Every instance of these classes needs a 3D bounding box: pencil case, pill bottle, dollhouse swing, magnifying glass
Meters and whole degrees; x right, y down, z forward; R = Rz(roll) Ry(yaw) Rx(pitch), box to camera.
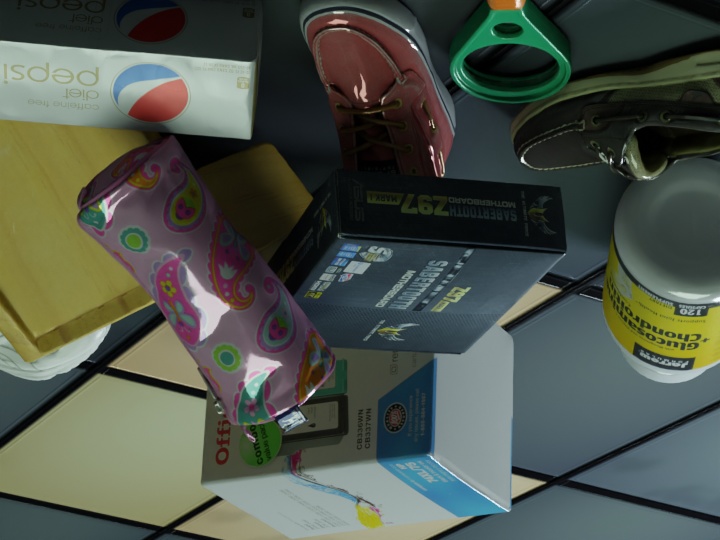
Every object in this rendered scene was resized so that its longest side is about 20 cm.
[{"bbox_3d":[-0.099,0.011,1.428,0.087,0.088,0.201,-22,110,43],"label":"pencil case"},{"bbox_3d":[0.234,0.008,1.620,0.111,0.113,0.200,2,155,3],"label":"pill bottle"},{"bbox_3d":[-0.175,-0.061,1.560,0.199,0.177,0.182,-26,-177,27],"label":"dollhouse swing"},{"bbox_3d":[0.092,-0.159,1.384,0.079,0.023,0.200,1,157,6],"label":"magnifying glass"}]

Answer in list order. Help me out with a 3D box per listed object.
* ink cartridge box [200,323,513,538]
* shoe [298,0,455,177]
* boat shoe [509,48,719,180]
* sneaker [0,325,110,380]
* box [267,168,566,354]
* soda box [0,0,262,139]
[{"bbox_3d":[-0.001,0.109,1.718,0.199,0.148,0.146,-11,153,26],"label":"ink cartridge box"},{"bbox_3d":[0.014,-0.100,1.434,0.071,0.092,0.200,-6,154,19],"label":"shoe"},{"bbox_3d":[0.181,-0.093,1.460,0.199,0.065,0.073,-17,150,39],"label":"boat shoe"},{"bbox_3d":[-0.301,0.037,1.801,0.198,0.079,0.100,-5,151,16],"label":"sneaker"},{"bbox_3d":[0.029,-0.001,1.480,0.156,0.051,0.200,3,158,-19],"label":"box"},{"bbox_3d":[-0.162,-0.134,1.395,0.198,0.064,0.068,4,136,-3],"label":"soda box"}]
